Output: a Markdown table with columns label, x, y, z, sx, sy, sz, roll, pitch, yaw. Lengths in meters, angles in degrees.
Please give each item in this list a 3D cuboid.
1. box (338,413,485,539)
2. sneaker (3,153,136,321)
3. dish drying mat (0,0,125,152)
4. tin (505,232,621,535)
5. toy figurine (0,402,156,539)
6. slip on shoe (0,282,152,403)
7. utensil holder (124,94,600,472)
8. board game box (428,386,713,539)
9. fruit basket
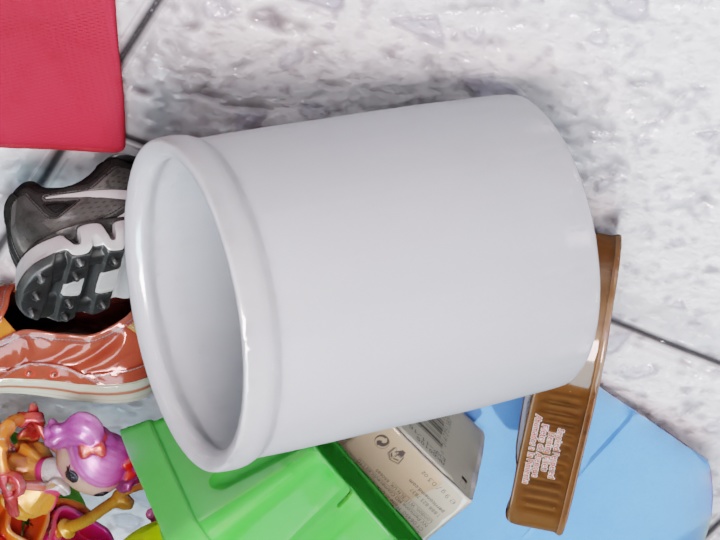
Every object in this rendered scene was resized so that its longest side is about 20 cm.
| label | x | y | z | sx | sy | sz | roll | pitch | yaw |
| --- | --- | --- | --- | --- | --- | --- | --- | --- | --- |
| box | -0.025 | 0.150 | 1.656 | 0.078 | 0.095 | 0.200 | 44 | 110 | -11 |
| sneaker | -0.107 | -0.028 | 1.536 | 0.199 | 0.091 | 0.067 | -7 | 140 | -28 |
| dish drying mat | -0.163 | -0.134 | 1.452 | 0.076 | 0.018 | 0.201 | 2 | 141 | 1 |
| tin | 0.113 | 0.063 | 1.584 | 0.042 | 0.112 | 0.201 | 13 | 135 | 5 |
| toy figurine | -0.167 | 0.124 | 1.647 | 0.183 | 0.151 | 0.200 | -25 | 130 | 36 |
| slip on shoe | -0.213 | 0.035 | 1.627 | 0.198 | 0.074 | 0.062 | 3 | 118 | 2 |
| utensil holder | 0.000 | 0.000 | 1.437 | 0.199 | 0.171 | 0.170 | -11 | 145 | -22 |
| board game box | 0.116 | 0.132 | 1.718 | 0.199 | 0.039 | 0.158 | 33 | 110 | -16 |
| fruit basket | -0.073 | 0.179 | 1.535 | 0.214 | 0.156 | 0.217 | -8 | 120 | -15 |
